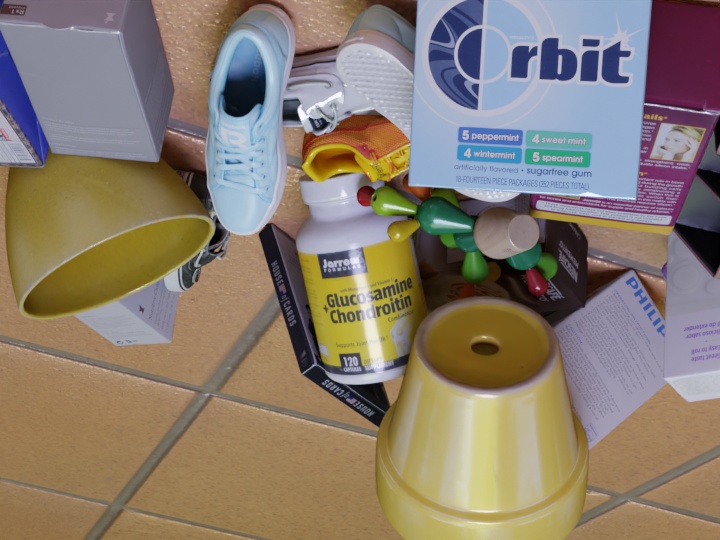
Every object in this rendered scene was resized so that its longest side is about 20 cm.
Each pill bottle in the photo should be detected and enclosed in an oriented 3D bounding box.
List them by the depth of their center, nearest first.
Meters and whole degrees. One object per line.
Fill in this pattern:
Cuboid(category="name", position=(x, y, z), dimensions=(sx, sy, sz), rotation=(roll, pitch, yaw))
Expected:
Cuboid(category="pill bottle", position=(0.000, 0.000, 1.370), dimensions=(0.112, 0.201, 0.112), rotation=(-12, -167, 3))

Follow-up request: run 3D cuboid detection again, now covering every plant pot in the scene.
Cuboid(category="plant pot", position=(0.113, 0.135, 1.299), dimensions=(0.200, 0.201, 0.189), rotation=(5, 129, 7))
Cuboid(category="plant pot", position=(-0.257, -0.063, 1.352), dimensions=(0.199, 0.142, 0.200), rotation=(-25, 168, -6))

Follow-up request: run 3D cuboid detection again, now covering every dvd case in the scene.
Cuboid(category="dvd case", position=(-0.036, 0.058, 1.510), dimensions=(0.025, 0.200, 0.150), rotation=(-34, 137, 16))

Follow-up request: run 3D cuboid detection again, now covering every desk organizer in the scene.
Cuboid(category="desk organizer", position=(0.321, -0.085, 1.185), dimensions=(0.077, 0.072, 0.200), rotation=(12, 132, -1))

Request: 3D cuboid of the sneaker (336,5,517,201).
Cuboid(category="sneaker", position=(0.070, -0.143, 1.164), dimensions=(0.074, 0.082, 0.200), rotation=(-23, 124, 40))

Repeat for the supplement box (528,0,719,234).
Cuboid(category="supplement box", position=(0.214, -0.125, 1.169), dimensions=(0.130, 0.104, 0.200), rotation=(9, 154, 3))

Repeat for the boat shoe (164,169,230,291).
Cuboid(category="boat shoe", position=(-0.172, -0.032, 1.500), dimensions=(0.063, 0.071, 0.200), rotation=(10, 152, -2))

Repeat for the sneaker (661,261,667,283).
Cuboid(category="sneaker", position=(0.374, 0.014, 1.440), dimensions=(0.200, 0.088, 0.081), rotation=(10, 119, -47))

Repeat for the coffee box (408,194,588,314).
Cuboid(category="coffee box", position=(0.119, -0.010, 1.448), dimensions=(0.199, 0.080, 0.114), rotation=(-8, 149, 29))

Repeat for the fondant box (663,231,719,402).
Cuboid(category="fondant box", position=(0.355, 0.010, 1.288), dimensions=(0.144, 0.201, 0.058), rotation=(-12, 147, 33))

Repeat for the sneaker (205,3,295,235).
Cuboid(category="sneaker", position=(-0.102, -0.118, 1.182), dimensions=(0.074, 0.082, 0.201), rotation=(10, 111, 13))

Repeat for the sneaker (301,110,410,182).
Cuboid(category="sneaker", position=(0.040, -0.114, 1.274), dimensions=(0.199, 0.077, 0.073), rotation=(-9, 147, 28))

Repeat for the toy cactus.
Cuboid(category="toy cactus", position=(0.102, -0.027, 1.274), dimensions=(0.200, 0.103, 0.165), rotation=(32, 169, -18))

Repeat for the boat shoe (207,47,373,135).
Cuboid(category="boat shoe", position=(-0.038, -0.148, 1.237), dimensions=(0.199, 0.067, 0.074), rotation=(-1, 152, 18))

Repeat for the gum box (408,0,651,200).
Cuboid(category="gum box", position=(0.125, -0.157, 1.041), dimensions=(0.169, 0.201, 0.045), rotation=(5, -172, 9))

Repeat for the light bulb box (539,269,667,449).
Cuboid(category="light bulb box", position=(0.206, 0.119, 1.520), dimensions=(0.198, 0.200, 0.125), rotation=(-32, 90, 51))

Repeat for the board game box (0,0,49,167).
Cuboid(category="board game box", position=(-0.387, -0.174, 1.251), dimensions=(0.199, 0.097, 0.160), rotation=(2, 153, 12))

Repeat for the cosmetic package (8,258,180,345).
Cuboid(category="cosmetic package", position=(-0.279, -0.009, 1.533), dimensions=(0.081, 0.113, 0.200), rotation=(-5, 153, 25))

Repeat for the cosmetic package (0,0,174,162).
Cuboid(category="cosmetic package", position=(-0.229, -0.180, 1.212), dimensions=(0.106, 0.091, 0.200), rotation=(7, 150, 3))
